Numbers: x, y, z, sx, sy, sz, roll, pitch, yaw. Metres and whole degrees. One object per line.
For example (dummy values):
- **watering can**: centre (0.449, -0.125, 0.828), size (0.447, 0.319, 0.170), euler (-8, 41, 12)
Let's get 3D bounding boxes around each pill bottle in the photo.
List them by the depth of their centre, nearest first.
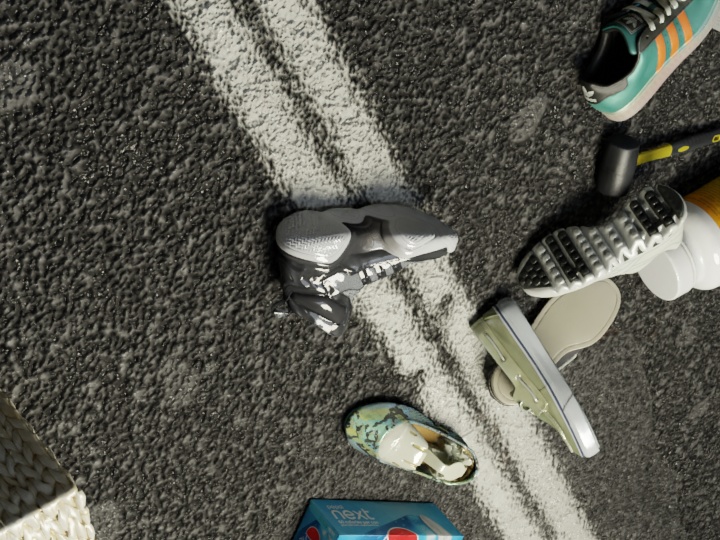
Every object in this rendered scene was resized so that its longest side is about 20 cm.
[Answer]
- **pill bottle**: centre (0.424, -0.047, 1.612), size (0.199, 0.111, 0.112), euler (-28, 132, -19)

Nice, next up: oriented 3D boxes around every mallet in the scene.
- **mallet**: centre (0.347, -0.145, 1.545), size (0.198, 0.041, 0.066), euler (-24, 134, -28)

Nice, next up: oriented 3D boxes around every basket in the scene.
- **basket**: centre (-0.331, 0.236, 1.167), size (0.160, 0.199, 0.200), euler (-28, 133, -26)

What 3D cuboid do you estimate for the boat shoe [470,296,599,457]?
- **boat shoe**: centre (0.197, 0.127, 1.526), size (0.062, 0.201, 0.072), euler (-33, 172, 6)

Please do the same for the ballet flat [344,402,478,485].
- **ballet flat**: centre (0.066, 0.200, 1.533), size (0.199, 0.074, 0.075), euler (21, 105, -43)

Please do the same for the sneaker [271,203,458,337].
- **sneaker**: centre (0.000, 0.000, 1.348), size (0.198, 0.076, 0.115), euler (-3, 121, -29)

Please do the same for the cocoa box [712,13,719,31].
- **cocoa box**: centre (0.485, -0.302, 1.425), size (0.130, 0.200, 0.135), euler (-28, 132, -20)

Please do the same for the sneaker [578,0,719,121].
- **sneaker**: centre (0.303, -0.252, 1.411), size (0.080, 0.071, 0.201), euler (25, 103, -49)

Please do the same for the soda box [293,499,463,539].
- **soda box**: centre (0.022, 0.312, 1.573), size (0.198, 0.068, 0.065), euler (9, 113, -41)

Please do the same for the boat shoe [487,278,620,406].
- **boat shoe**: centre (0.223, 0.082, 1.597), size (0.200, 0.073, 0.063), euler (-43, 178, -14)

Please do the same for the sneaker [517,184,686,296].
- **sneaker**: centre (0.273, -0.017, 1.513), size (0.198, 0.076, 0.081), euler (-24, 149, 5)
